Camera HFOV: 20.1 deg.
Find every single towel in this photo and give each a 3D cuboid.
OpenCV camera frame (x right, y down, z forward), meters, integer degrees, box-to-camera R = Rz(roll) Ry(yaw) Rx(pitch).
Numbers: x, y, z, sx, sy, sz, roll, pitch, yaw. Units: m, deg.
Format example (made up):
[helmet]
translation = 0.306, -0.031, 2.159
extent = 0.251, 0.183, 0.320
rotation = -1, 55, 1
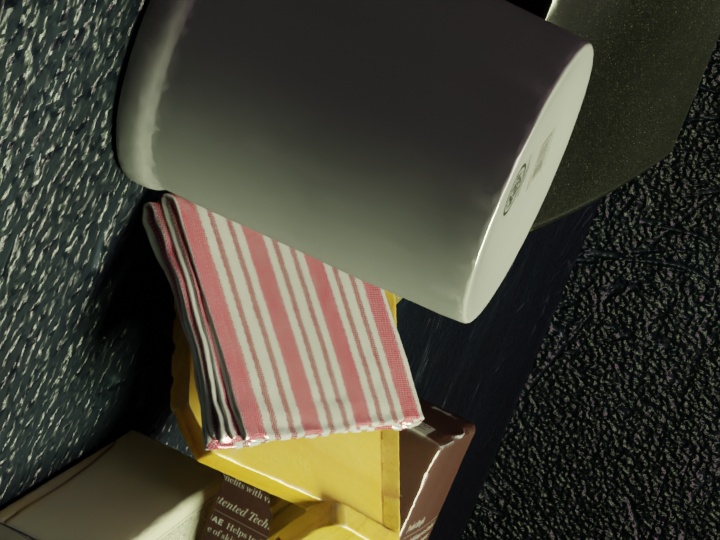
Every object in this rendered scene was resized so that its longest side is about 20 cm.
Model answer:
[towel]
translation = -0.042, 0.028, 1.183
extent = 0.030, 0.148, 0.199
rotation = -24, 167, 31

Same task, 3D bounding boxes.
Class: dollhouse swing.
[dollhouse swing]
translation = -0.073, 0.084, 1.261
extent = 0.182, 0.174, 0.202
rotation = -40, -138, 46

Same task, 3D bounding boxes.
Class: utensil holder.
[utensil holder]
translation = -0.001, -0.084, 1.051
extent = 0.171, 0.199, 0.170
rotation = -60, 168, -22

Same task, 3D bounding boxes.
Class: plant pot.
[plant pot]
translation = 0.111, -0.153, 1.260
extent = 0.176, 0.200, 0.201
rotation = -7, 132, -30

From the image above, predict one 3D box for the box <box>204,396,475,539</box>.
[box]
translation = -0.032, 0.182, 1.580
extent = 0.202, 0.163, 0.166
rotation = -66, 168, 5

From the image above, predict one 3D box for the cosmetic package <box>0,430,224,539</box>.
[cosmetic package]
translation = -0.159, 0.175, 1.200
extent = 0.104, 0.073, 0.200
rotation = -68, 169, 14

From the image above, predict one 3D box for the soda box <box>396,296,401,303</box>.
[soda box]
translation = 0.000, 0.000, 1.419
extent = 0.200, 0.068, 0.064
rotation = -46, 174, 18
